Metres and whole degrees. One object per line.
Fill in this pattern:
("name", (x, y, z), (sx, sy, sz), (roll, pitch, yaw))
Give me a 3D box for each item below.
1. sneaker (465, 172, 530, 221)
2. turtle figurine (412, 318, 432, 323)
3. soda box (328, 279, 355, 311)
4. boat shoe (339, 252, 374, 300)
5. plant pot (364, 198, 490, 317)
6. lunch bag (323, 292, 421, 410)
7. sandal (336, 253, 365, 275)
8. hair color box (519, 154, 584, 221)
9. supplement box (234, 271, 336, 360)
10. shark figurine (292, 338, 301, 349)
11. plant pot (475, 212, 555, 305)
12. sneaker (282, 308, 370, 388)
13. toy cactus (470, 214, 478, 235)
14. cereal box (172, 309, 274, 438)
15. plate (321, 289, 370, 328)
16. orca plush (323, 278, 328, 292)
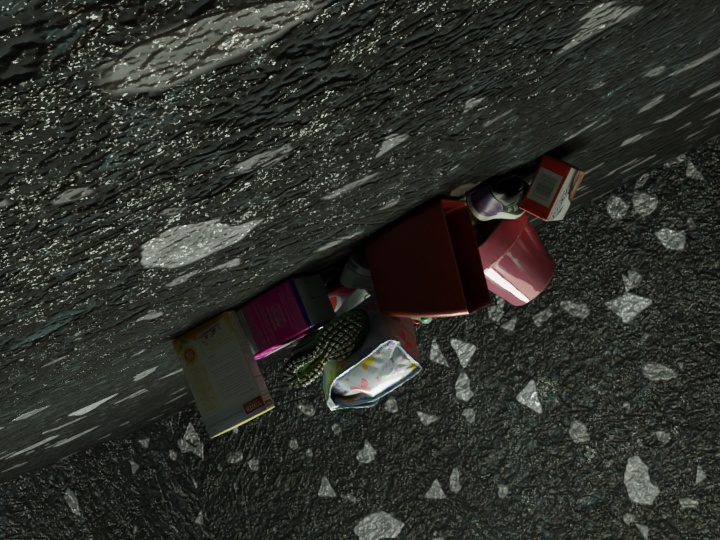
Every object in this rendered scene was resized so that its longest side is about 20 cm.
("sneaker", (0.293, -0.147, 1.573), (0.198, 0.077, 0.087), (-19, 166, -48))
("turtle figurine", (0.118, 0.052, 1.802), (0.148, 0.200, 0.102), (3, -126, 55))
("soda box", (-0.028, 0.055, 1.870), (0.197, 0.071, 0.064), (-27, -163, 10))
("boat shoe", (0.032, 0.022, 1.645), (0.200, 0.075, 0.087), (4, 127, -51))
("plant pot", (0.119, -0.008, 1.520), (0.173, 0.205, 0.199), (-16, 177, 22))
("lunch bag", (0.011, 0.164, 1.601), (0.198, 0.127, 0.171), (-35, -150, 16))
("sandal", (0.001, 0.000, 1.729), (0.075, 0.044, 0.200), (-26, 174, 9))
("hair color box", (0.382, -0.161, 1.618), (0.113, 0.063, 0.199), (-67, 162, 14))
("supplement box", (-0.161, 0.093, 1.583), (0.197, 0.105, 0.101), (-27, 173, 28))
("shark figurine", (-0.128, 0.134, 1.705), (0.087, 0.132, 0.214), (-7, -178, 4))
("plant pot", (0.306, -0.033, 1.727), (0.200, 0.178, 0.201), (-46, -166, 14))
("sneaker", (-0.069, 0.130, 1.543), (0.198, 0.078, 0.086), (-34, -154, 13))
("toy cactus", (0.177, -0.070, 1.713), (0.199, 0.103, 0.164), (-40, 176, 35))
("cereal box", (-0.262, 0.197, 1.559), (0.142, 0.204, 0.039), (-26, 173, 21))
("plate", (-0.003, 0.117, 1.770), (0.200, 0.032, 0.201), (-48, 153, -18))
("orca plush", (-0.144, 0.090, 1.764), (0.197, 0.072, 0.105), (-21, 173, -39))
